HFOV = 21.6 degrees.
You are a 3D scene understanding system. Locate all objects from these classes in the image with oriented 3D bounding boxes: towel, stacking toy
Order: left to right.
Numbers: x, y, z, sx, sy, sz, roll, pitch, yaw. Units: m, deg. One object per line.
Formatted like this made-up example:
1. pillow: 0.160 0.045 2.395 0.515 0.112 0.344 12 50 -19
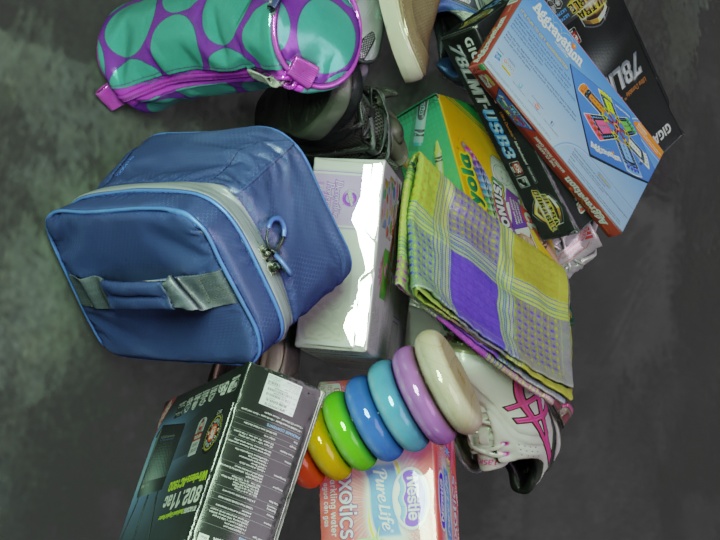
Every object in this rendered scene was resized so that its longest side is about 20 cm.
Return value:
1. stacking toy: -0.012 0.124 1.426 0.085 0.200 0.085 60 9 -16
2. towel: 0.103 0.007 1.498 0.200 0.023 0.144 37 42 -32

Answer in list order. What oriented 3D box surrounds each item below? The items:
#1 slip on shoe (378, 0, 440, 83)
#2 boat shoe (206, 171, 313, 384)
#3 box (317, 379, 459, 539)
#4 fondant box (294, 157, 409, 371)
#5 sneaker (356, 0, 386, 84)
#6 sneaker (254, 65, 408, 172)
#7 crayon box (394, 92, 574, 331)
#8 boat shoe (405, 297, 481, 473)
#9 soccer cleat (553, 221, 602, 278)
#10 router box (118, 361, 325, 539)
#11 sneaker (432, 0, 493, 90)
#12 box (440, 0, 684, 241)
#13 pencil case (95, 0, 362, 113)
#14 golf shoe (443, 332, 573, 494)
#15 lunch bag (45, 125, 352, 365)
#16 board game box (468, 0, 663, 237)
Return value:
1. slip on shoe: 0.048 -0.248 1.549 0.076 0.060 0.200 64 19 -57
2. boat shoe: -0.077 0.015 1.438 0.075 0.073 0.200 59 41 -77
3. box: 0.023 0.190 1.489 0.103 0.094 0.200 53 33 -68
4. fondant box: 0.000 0.000 1.476 0.200 0.058 0.145 45 50 -79
5. sneaker: -0.036 -0.179 1.492 0.200 0.078 0.140 -44 120 -38
6. sneaker: -0.008 -0.122 1.416 0.114 0.199 0.076 0 77 -14
7. crayon box: 0.103 -0.042 1.606 0.119 0.058 0.200 12 57 -49
8. boat shoe: 0.077 0.096 1.620 0.069 0.071 0.200 -57 129 -34
9. soccer cleat: 0.172 -0.015 1.716 0.200 0.085 0.069 -55 128 -33
10. router box: -0.107 0.157 1.324 0.062 0.200 0.150 23 70 -17
11. sneaker: 0.108 -0.184 1.665 0.200 0.077 0.085 52 58 -22
12. box: 0.180 -0.158 1.636 0.200 0.050 0.199 -38 106 -41
13. pencil case: -0.097 -0.160 1.333 0.085 0.200 0.093 46 58 -34
14. golf shoe: 0.118 0.119 1.560 0.200 0.073 0.092 43 59 -50
15. lunch bag: -0.114 -0.010 1.314 0.132 0.200 0.136 -43 118 -36
16. board game box: 0.175 -0.133 1.580 0.200 0.019 0.103 48 55 -23
